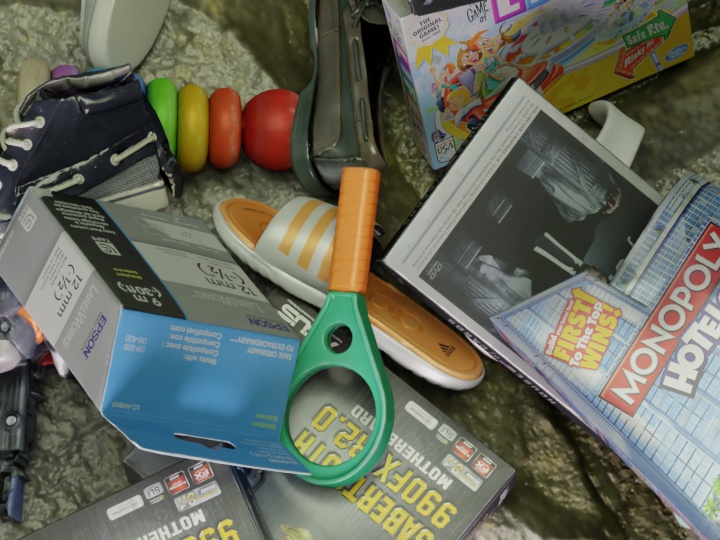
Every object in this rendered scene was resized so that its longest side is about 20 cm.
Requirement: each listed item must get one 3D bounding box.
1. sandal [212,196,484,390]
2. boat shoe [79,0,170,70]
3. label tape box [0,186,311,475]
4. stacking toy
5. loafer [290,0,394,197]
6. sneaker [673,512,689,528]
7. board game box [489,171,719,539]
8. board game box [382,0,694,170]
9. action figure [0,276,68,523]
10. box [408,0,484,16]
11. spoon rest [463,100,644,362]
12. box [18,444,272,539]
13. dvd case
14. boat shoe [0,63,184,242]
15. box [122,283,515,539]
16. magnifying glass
[{"bbox_3d":[0.003,-0.002,1.712,0.206,0.079,0.059,33,115,4],"label":"sandal"},{"bbox_3d":[-0.168,-0.226,1.808,0.068,0.072,0.201,3,74,23],"label":"boat shoe"},{"bbox_3d":[-0.116,0.036,1.608,0.200,0.143,0.066,46,115,43],"label":"label tape box"},{"bbox_3d":[-0.128,-0.093,1.756,0.199,0.085,0.086,3,69,-7],"label":"stacking toy"},{"bbox_3d":[0.002,-0.139,1.756,0.063,0.072,0.201,-9,56,28],"label":"loafer"},{"bbox_3d":[0.282,0.082,1.660,0.139,0.078,0.201,19,89,18],"label":"sneaker"},{"bbox_3d":[0.192,0.041,1.624,0.199,0.062,0.201,31,83,17],"label":"board game box"},{"bbox_3d":[0.120,-0.162,1.748,0.199,0.135,0.034,-24,44,-9],"label":"board game box"},{"bbox_3d":[-0.258,0.057,1.680,0.192,0.105,0.201,-9,66,7],"label":"action figure"},{"bbox_3d":[0.118,-0.253,1.712,0.199,0.050,0.199,-13,37,7],"label":"box"},{"bbox_3d":[0.129,-0.029,1.731,0.099,0.061,0.201,34,70,-8],"label":"spoon rest"},{"bbox_3d":[-0.138,0.219,1.608,0.199,0.048,0.159,-25,77,4],"label":"box"},{"bbox_3d":[0.131,-0.004,1.697,0.200,0.025,0.151,38,82,-10],"label":"dvd case"},{"bbox_3d":[-0.217,-0.067,1.675,0.199,0.093,0.075,-18,29,-12],"label":"boat shoe"},{"bbox_3d":[-0.026,0.130,1.680,0.200,0.048,0.158,39,73,13],"label":"box"},{"bbox_3d":[-0.011,0.035,1.652,0.079,0.022,0.201,3,79,24],"label":"magnifying glass"}]
